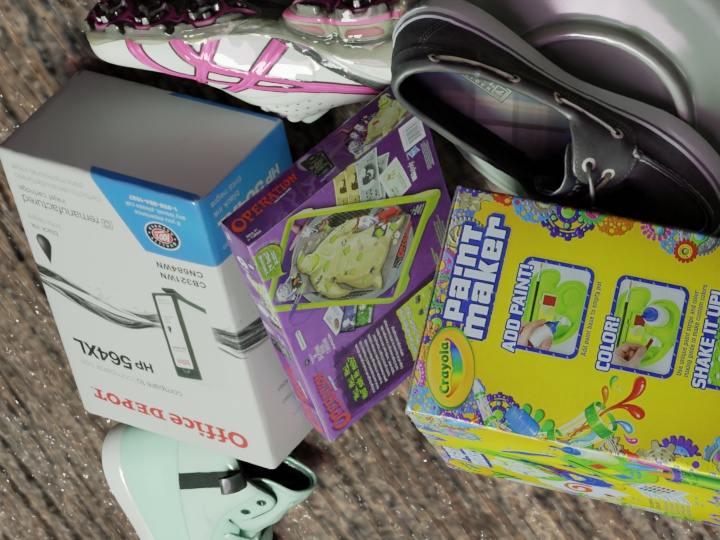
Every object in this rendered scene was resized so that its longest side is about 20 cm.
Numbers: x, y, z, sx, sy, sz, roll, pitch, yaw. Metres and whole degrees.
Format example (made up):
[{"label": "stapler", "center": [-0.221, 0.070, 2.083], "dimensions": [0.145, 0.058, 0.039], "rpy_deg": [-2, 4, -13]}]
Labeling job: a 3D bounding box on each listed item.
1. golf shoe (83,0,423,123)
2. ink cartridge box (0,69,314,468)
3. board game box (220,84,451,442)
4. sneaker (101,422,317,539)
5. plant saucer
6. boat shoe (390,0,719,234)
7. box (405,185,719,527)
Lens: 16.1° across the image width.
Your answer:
[{"label": "golf shoe", "center": [-0.054, -0.113, 1.350], "dimensions": [0.200, 0.073, 0.092], "rpy_deg": [3, 126, 23]}, {"label": "ink cartridge box", "center": [-0.102, 0.001, 1.431], "dimensions": [0.146, 0.084, 0.200], "rpy_deg": [15, 136, 32]}, {"label": "board game box", "center": [0.000, 0.000, 1.368], "dimensions": [0.032, 0.120, 0.200], "rpy_deg": [37, 161, 31]}, {"label": "sneaker", "center": [-0.068, 0.172, 1.589], "dimensions": [0.118, 0.074, 0.201], "rpy_deg": [-12, 121, 34]}, {"label": "plant saucer", "center": [0.123, -0.093, 1.327], "dimensions": [0.200, 0.050, 0.200], "rpy_deg": [10, 131, 12]}, {"label": "boat shoe", "center": [0.100, -0.063, 1.278], "dimensions": [0.200, 0.066, 0.070], "rpy_deg": [34, 131, -14]}, {"label": "box", "center": [0.138, 0.053, 1.328], "dimensions": [0.192, 0.122, 0.200], "rpy_deg": [11, 170, 10]}]
